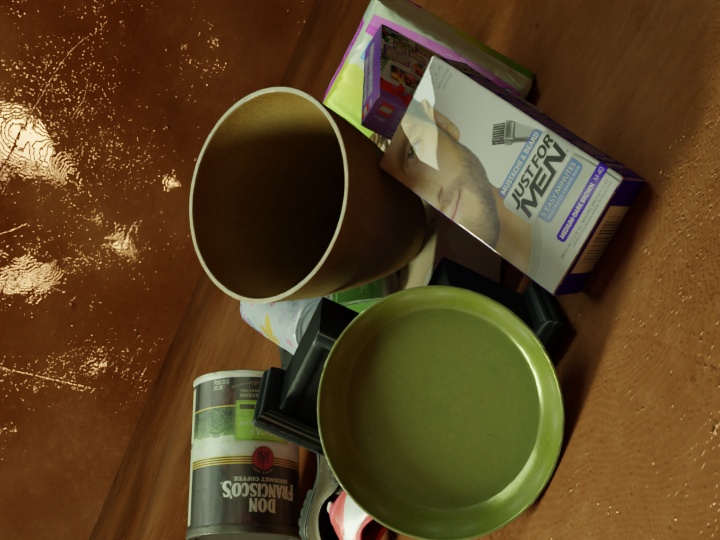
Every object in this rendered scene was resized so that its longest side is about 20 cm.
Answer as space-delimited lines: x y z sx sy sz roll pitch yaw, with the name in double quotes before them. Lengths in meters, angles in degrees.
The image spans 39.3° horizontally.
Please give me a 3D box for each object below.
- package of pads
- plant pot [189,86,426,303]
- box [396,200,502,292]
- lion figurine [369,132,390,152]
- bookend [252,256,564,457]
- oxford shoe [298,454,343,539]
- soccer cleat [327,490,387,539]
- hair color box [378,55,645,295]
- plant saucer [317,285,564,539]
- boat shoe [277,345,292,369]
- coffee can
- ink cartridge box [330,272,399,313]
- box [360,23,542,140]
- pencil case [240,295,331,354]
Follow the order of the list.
"package of pads" 0.071 -0.196 1.123 0.155 0.198 0.069 -58 6 33
"plant pot" -0.027 -0.054 0.951 0.184 0.199 0.190 -6 79 36
"box" 0.095 -0.022 1.041 0.095 0.077 0.202 130 156 -51
"lion figurine" 0.008 -0.091 1.124 0.199 0.072 0.125 -26 59 53
"bookend" 0.038 0.072 0.874 0.202 0.196 0.092 -62 9 18
"oxford shoe" -0.013 0.217 1.121 0.084 0.072 0.204 180 98 -71
"soccer cleat" 0.038 0.197 1.006 0.076 0.066 0.202 44 110 40
"hair color box" 0.121 -0.081 0.839 0.199 0.064 0.110 39 112 28
"plant saucer" 0.064 0.112 0.805 0.202 0.198 0.031 -66 -11 9
"boat shoe" -0.071 0.133 1.417 0.074 0.072 0.203 -32 59 51
"coffee can" -0.149 0.245 1.302 0.146 0.144 0.203 140 134 -59
"ink cartridge box" 0.025 0.073 1.107 0.105 0.058 0.202 -87 -18 -50
"box" 0.095 -0.149 0.982 0.039 0.198 0.138 -53 21 35
"pencil case" -0.082 0.054 1.278 0.090 0.084 0.199 -38 25 -18
